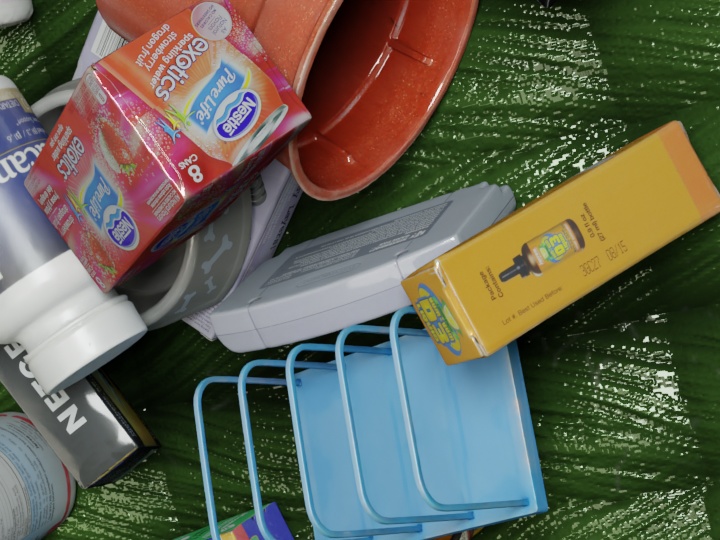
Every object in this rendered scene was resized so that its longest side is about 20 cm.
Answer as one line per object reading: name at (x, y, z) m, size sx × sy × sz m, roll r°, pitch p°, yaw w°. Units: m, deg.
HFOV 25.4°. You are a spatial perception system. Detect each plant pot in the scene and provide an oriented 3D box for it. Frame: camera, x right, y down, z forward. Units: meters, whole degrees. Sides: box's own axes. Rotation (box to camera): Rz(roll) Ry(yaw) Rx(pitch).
plant pot at (-0.056, -0.179, 1.043) m, size 0.195 × 0.200 × 0.202 m, roll 31°, pitch 115°, yaw 23°

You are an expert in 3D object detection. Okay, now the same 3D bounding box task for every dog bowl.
dog bowl at (-0.178, -0.046, 1.149) m, size 0.199 × 0.059 × 0.202 m, roll 7°, pitch 106°, yaw 25°

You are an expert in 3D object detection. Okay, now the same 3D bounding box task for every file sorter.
file sorter at (-0.001, 0.112, 1.067) m, size 0.199 × 0.122 × 0.140 m, roll -21°, pitch 71°, yaw 39°

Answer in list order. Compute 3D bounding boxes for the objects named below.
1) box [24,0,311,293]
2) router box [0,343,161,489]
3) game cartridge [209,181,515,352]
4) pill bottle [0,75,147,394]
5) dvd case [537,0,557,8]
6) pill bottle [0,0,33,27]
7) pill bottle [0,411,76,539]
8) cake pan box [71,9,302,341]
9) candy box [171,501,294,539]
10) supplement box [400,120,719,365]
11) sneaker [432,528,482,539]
box at (-0.123, -0.072, 0.973) m, size 0.096 × 0.100 × 0.200 m, roll 54°, pitch 152°, yaw 0°
router box at (-0.237, 0.070, 1.208) m, size 0.052 × 0.157 × 0.200 m, roll -38°, pitch 87°, yaw -4°
game cartridge at (0.000, 0.000, 1.089) m, size 0.199 × 0.133 × 0.041 m, roll -18°, pitch 102°, yaw 29°
pill bottle at (-0.231, -0.021, 1.085) m, size 0.111 × 0.111 × 0.201 m, roll -34°, pitch 88°, yaw 29°
dvd case at (0.127, -0.277, 0.954) m, size 0.150 × 0.025 × 0.200 m, roll 44°, pitch 85°, yaw 7°
pill bottle at (-0.318, -0.272, 1.177) m, size 0.112 × 0.112 × 0.201 m, roll -8°, pitch 101°, yaw 27°
pill bottle at (-0.320, 0.192, 1.257) m, size 0.108 × 0.200 × 0.110 m, roll 7°, pitch 107°, yaw 24°
cake pan box at (-0.143, -0.076, 1.184) m, size 0.199 × 0.052 × 0.185 m, roll 32°, pitch 113°, yaw 14°
candy box at (-0.122, 0.295, 1.262) m, size 0.199 × 0.077 × 0.170 m, roll -25°, pitch 92°, yaw 28°
supplement box at (0.125, -0.017, 0.991) m, size 0.067 × 0.199 × 0.069 m, roll 62°, pitch 156°, yaw -2°
sneaker at (0.026, 0.210, 1.165) m, size 0.078 × 0.082 × 0.201 m, roll 36°, pitch 117°, yaw 12°
